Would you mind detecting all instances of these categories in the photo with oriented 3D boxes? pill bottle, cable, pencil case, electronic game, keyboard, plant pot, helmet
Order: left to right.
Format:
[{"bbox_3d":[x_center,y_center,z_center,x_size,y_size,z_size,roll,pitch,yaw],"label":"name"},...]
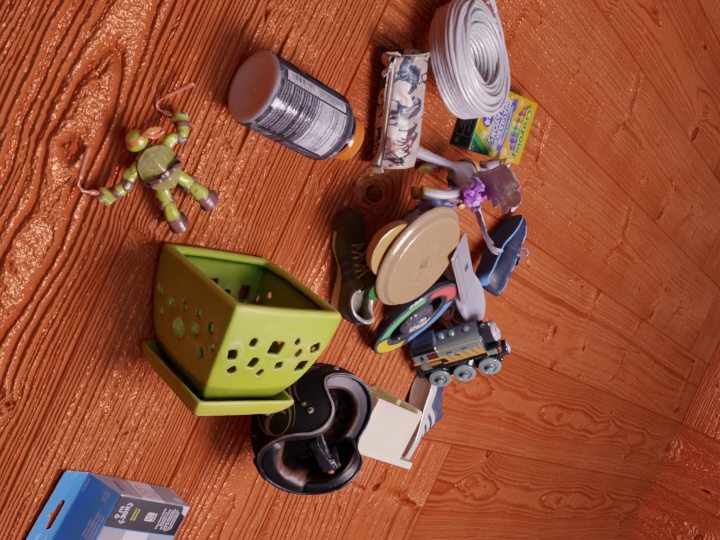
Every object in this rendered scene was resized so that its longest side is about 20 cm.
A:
[{"bbox_3d":[-0.180,0.092,1.034,0.199,0.200,0.182,10,107,-47],"label":"plant pot"},{"bbox_3d":[-0.082,-0.223,1.044,0.200,0.106,0.107,20,94,-48],"label":"pill bottle"},{"bbox_3d":[-0.080,0.248,1.203,0.191,0.199,0.201,-85,165,-54],"label":"helmet"},{"bbox_3d":[0.060,-0.259,1.188,0.089,0.078,0.201,-12,117,-42],"label":"pencil case"},{"bbox_3d":[0.102,0.088,1.363,0.200,0.042,0.200,-33,159,-14],"label":"electronic game"},{"bbox_3d":[0.189,0.001,1.331,0.200,0.011,0.056,64,46,-62],"label":"keyboard"},{"bbox_3d":[0.183,-0.354,1.223,0.200,0.069,0.201,-48,123,-44],"label":"cable"}]

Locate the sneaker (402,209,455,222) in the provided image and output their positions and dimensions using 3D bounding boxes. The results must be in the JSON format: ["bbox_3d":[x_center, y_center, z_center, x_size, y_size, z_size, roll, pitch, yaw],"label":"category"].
[{"bbox_3d":[0.102,-0.033,1.343,0.200,0.075,0.115,-37,133,-21],"label":"sneaker"}]

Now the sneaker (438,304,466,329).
[{"bbox_3d":[0.221,0.142,1.550,0.082,0.078,0.200,-45,125,-15],"label":"sneaker"}]

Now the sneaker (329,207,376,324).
[{"bbox_3d":[0.000,0.000,1.241,0.067,0.090,0.201,-13,117,-39],"label":"sneaker"}]

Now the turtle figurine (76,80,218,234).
[{"bbox_3d":[-0.250,-0.134,0.948,0.200,0.064,0.161,-50,136,-16],"label":"turtle figurine"}]

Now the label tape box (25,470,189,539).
[{"bbox_3d":[-0.371,0.383,1.071,0.200,0.066,0.144,33,84,-49],"label":"label tape box"}]

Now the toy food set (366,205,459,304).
[{"bbox_3d":[0.088,-0.023,1.209,0.200,0.049,0.198,-35,147,-27],"label":"toy food set"}]

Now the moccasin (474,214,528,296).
[{"bbox_3d":[0.295,-0.030,1.515,0.068,0.080,0.200,48,60,-23],"label":"moccasin"}]

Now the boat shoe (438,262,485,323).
[{"bbox_3d":[0.183,0.024,1.440,0.070,0.066,0.200,-49,124,-25],"label":"boat shoe"}]

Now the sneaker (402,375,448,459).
[{"bbox_3d":[0.128,0.317,1.529,0.084,0.075,0.201,25,90,-43],"label":"sneaker"}]

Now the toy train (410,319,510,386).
[{"bbox_3d":[0.193,0.160,1.450,0.114,0.199,0.085,59,23,-34],"label":"toy train"}]

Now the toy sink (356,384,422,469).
[{"bbox_3d":[0.025,0.278,1.368,0.200,0.130,0.112,33,84,-47],"label":"toy sink"}]

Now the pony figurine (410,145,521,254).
[{"bbox_3d":[0.192,-0.143,1.279,0.199,0.194,0.167,1,145,-13],"label":"pony figurine"}]

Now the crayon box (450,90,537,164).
[{"bbox_3d":[0.268,-0.280,1.407,0.200,0.051,0.126,5,105,-46],"label":"crayon box"}]
